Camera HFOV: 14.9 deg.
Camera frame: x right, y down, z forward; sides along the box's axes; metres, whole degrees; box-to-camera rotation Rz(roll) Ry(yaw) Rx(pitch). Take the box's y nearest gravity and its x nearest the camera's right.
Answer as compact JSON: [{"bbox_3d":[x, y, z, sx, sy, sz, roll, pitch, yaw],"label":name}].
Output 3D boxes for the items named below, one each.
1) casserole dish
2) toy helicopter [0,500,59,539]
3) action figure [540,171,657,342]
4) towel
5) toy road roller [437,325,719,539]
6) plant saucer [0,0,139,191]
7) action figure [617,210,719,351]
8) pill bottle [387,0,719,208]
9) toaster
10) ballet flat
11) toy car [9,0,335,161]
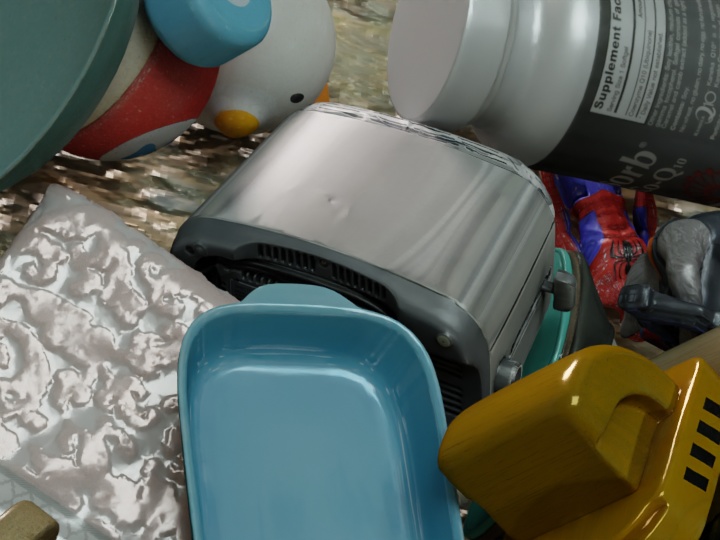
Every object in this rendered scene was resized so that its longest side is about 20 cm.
[{"bbox_3d":[-0.021,0.099,1.190,0.121,0.039,0.200,3,58,-19],"label":"casserole dish"},{"bbox_3d":[-0.194,0.175,1.126,0.079,0.132,0.200,40,77,4],"label":"toy helicopter"},{"bbox_3d":[0.119,-0.049,1.454,0.065,0.052,0.200,-3,60,-26],"label":"action figure"},{"bbox_3d":[-0.109,0.086,1.243,0.200,0.032,0.191,34,73,4],"label":"towel"},{"bbox_3d":[0.120,0.079,1.216,0.146,0.123,0.200,46,39,-19],"label":"toy road roller"},{"bbox_3d":[-0.163,-0.112,1.281,0.036,0.200,0.200,28,44,-40],"label":"plant saucer"},{"bbox_3d":[0.220,0.008,1.350,0.200,0.193,0.105,35,53,-51],"label":"action figure"},{"bbox_3d":[0.122,-0.102,1.383,0.200,0.116,0.116,10,53,-22],"label":"pill bottle"},{"bbox_3d":[0.000,0.000,1.323,0.200,0.114,0.129,18,44,21],"label":"toaster"},{"bbox_3d":[0.097,0.077,1.345,0.068,0.068,0.200,33,45,-15],"label":"ballet flat"},{"bbox_3d":[-0.077,-0.110,1.375,0.200,0.184,0.177,31,48,-38],"label":"toy car"}]
